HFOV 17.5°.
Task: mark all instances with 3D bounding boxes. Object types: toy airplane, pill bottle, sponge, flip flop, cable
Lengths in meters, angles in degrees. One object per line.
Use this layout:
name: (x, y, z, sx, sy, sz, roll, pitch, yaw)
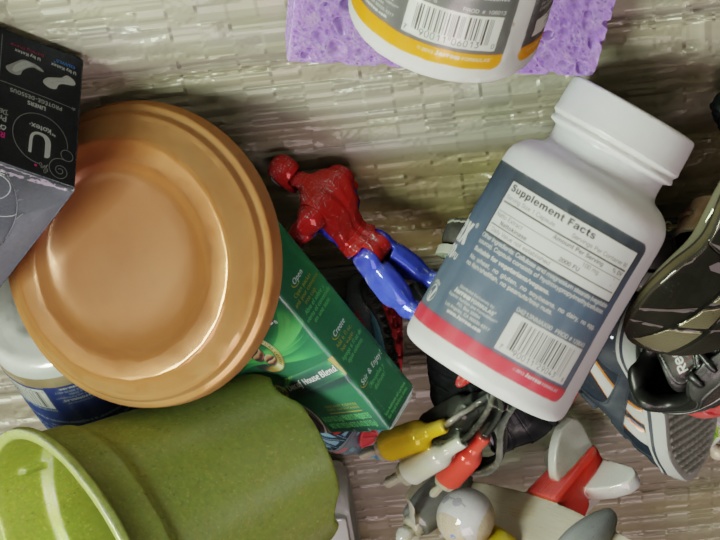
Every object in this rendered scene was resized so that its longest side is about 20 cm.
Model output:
toy airplane: (0.118, 0.197, 1.780, 0.200, 0.200, 0.141, -34, 130, 26)
pill bottle: (0.127, -0.016, 1.508, 0.119, 0.120, 0.201, 27, 95, -32)
sponge: (0.056, -0.170, 1.439, 0.199, 0.030, 0.112, 2, 141, -6)
flip flop: (0.236, -0.027, 1.501, 0.081, 0.058, 0.201, 17, 120, -16)
cable: (0.091, 0.109, 1.663, 0.097, 0.051, 0.200, 27, 141, -24)
pill bottle: (0.068, -0.214, 1.299, 0.116, 0.117, 0.201, 7, 127, -12)
pill bottle: (-0.180, 0.078, 1.671, 0.110, 0.111, 0.200, -13, 141, 12)

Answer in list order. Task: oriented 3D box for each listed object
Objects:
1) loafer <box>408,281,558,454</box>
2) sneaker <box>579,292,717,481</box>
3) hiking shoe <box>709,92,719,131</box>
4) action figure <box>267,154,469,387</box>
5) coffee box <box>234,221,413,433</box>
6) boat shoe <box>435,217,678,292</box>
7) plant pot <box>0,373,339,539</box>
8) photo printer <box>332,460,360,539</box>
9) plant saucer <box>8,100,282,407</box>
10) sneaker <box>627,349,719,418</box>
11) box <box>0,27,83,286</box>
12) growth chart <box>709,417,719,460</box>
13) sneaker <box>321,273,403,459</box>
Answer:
loafer: (0.079, 0.076, 1.711, 0.070, 0.068, 0.201, -41, 137, 4)
sneaker: (0.203, 0.077, 1.716, 0.079, 0.079, 0.200, 16, 150, 34)
hiking shoe: (0.308, -0.080, 1.551, 0.087, 0.075, 0.200, -45, 130, 14)
action figure: (0.000, 0.000, 1.603, 0.200, 0.065, 0.099, 45, 145, -13)
coffee box: (-0.067, 0.032, 1.603, 0.123, 0.044, 0.200, -7, 131, 45)
boat shoe: (0.152, -0.021, 1.611, 0.200, 0.061, 0.072, 7, 177, -8)
plant pot: (-0.121, 0.164, 1.581, 0.184, 0.201, 0.201, -25, 153, -32)
photo printer: (-0.099, 0.226, 1.894, 0.199, 0.070, 0.167, -5, 142, 3)
plant saucer: (-0.147, -0.009, 1.513, 0.199, 0.201, 0.037, -23, 178, 23)
sneaker: (0.251, 0.042, 1.568, 0.098, 0.071, 0.200, -5, 154, -39)
box: (-0.278, -0.057, 1.492, 0.132, 0.115, 0.200, 19, 136, -26)
growth chart: (0.306, 0.069, 1.766, 0.200, 0.018, 0.144, -32, 132, 30)
sneaker: (-0.018, 0.076, 1.705, 0.095, 0.080, 0.201, 2, 141, -2)
